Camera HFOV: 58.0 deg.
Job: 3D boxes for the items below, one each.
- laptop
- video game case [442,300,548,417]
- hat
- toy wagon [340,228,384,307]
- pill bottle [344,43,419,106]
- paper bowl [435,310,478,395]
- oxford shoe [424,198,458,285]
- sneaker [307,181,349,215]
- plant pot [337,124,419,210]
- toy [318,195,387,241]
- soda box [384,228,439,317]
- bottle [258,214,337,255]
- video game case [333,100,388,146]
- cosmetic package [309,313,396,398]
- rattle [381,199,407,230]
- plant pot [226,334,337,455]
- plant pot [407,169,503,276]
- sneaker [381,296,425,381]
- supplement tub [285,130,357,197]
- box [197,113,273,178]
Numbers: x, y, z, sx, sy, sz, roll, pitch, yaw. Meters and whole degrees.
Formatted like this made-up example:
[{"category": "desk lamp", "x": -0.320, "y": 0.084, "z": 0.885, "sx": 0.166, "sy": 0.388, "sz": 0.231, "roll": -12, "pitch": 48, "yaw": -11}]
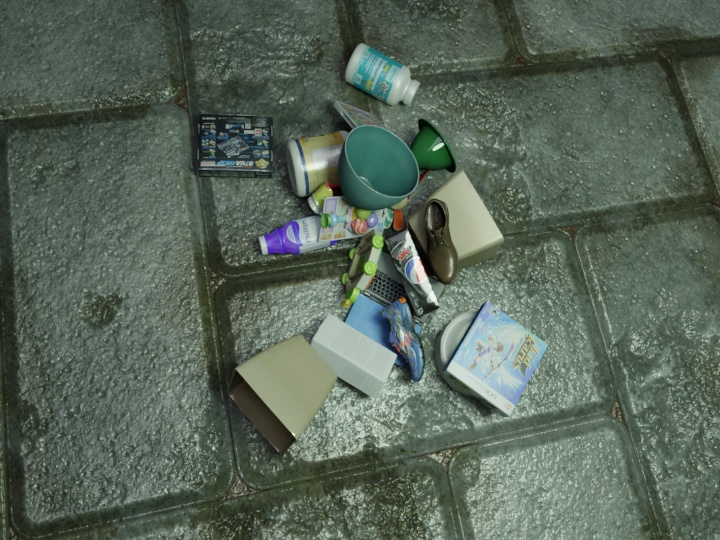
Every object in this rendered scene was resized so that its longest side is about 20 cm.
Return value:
[{"category": "laptop", "x": 0.080, "y": 0.093, "z": 1.597, "sx": 0.184, "sy": 0.202, "sz": 0.116, "roll": 27, "pitch": 29, "yaw": 1}, {"category": "video game case", "x": 0.318, "y": 0.207, "z": 1.527, "sx": 0.180, "sy": 0.046, "sz": 0.202, "roll": 35, "pitch": 72, "yaw": 2}, {"category": "hat", "x": 0.138, "y": -0.278, "z": 1.695, "sx": 0.175, "sy": 0.200, "sz": 0.167, "roll": -38, "pitch": 84, "yaw": -3}, {"category": "toy wagon", "x": 0.000, "y": 0.000, "z": 1.592, "sx": 0.039, "sy": 0.155, "sz": 0.204, "roll": 23, "pitch": 70, "yaw": -17}, {"category": "pill bottle", "x": 0.062, "y": -0.529, "z": 1.785, "sx": 0.197, "sy": 0.111, "sz": 0.112, "roll": 27, "pitch": 71, "yaw": 1}, {"category": "paper bowl", "x": 0.289, "y": 0.201, "z": 1.602, "sx": 0.196, "sy": 0.105, "sz": 0.206, "roll": 2, "pitch": 74, "yaw": -8}, {"category": "oxford shoe", "x": 0.180, "y": -0.067, "z": 1.506, "sx": 0.071, "sy": 0.084, "sz": 0.205, "roll": -13, "pitch": 84, "yaw": 14}, {"category": "sneaker", "x": -0.032, "y": -0.179, "z": 1.645, "sx": 0.197, "sy": 0.091, "sz": 0.079, "roll": 1, "pitch": 51, "yaw": -41}, {"category": "plant pot", "x": 0.024, "y": -0.224, "z": 1.555, "sx": 0.196, "sy": 0.135, "sz": 0.204, "roll": 14, "pitch": 56, "yaw": -22}, {"category": "toy", "x": -0.005, "y": -0.128, "z": 1.620, "sx": 0.196, "sy": 0.117, "sz": 0.047, "roll": -7, "pitch": 31, "yaw": -32}, {"category": "soda box", "x": 0.122, "y": 0.006, "z": 1.555, "sx": 0.062, "sy": 0.071, "sz": 0.204, "roll": -23, "pitch": 90, "yaw": 2}, {"category": "bottle", "x": -0.158, "y": -0.085, "z": 1.641, "sx": 0.196, "sy": 0.065, "sz": 0.085, "roll": -14, "pitch": 73, "yaw": -12}, {"category": "video game case", "x": 0.025, "y": -0.370, "z": 1.694, "sx": 0.141, "sy": 0.018, "sz": 0.201, "roll": 10, "pitch": 34, "yaw": -39}, {"category": "cosmetic package", "x": -0.022, "y": 0.204, "z": 1.552, "sx": 0.198, "sy": 0.072, "sz": 0.102, "roll": 31, "pitch": 39, "yaw": 2}, {"category": "rattle", "x": 0.101, "y": -0.215, "z": 1.739, "sx": 0.128, "sy": 0.143, "sz": 0.204, "roll": -19, "pitch": 92, "yaw": 19}, {"category": "plant pot", "x": -0.167, "y": 0.267, "z": 1.476, "sx": 0.200, "sy": 0.201, "sz": 0.177, "roll": 46, "pitch": 62, "yaw": 7}, {"category": "plant pot", "x": 0.225, "y": -0.097, "z": 1.634, "sx": 0.175, "sy": 0.200, "sz": 0.202, "roll": -30, "pitch": 79, "yaw": -1}, {"category": "sneaker", "x": 0.106, "y": 0.170, "z": 1.564, "sx": 0.077, "sy": 0.075, "sz": 0.204, "roll": -17, "pitch": 82, "yaw": 10}, {"category": "supplement tub", "x": -0.084, "y": -0.277, "z": 1.669, "sx": 0.196, "sy": 0.145, "sz": 0.147, "roll": -13, "pitch": 75, "yaw": -12}, {"category": "box", "x": -0.326, "y": -0.325, "z": 1.700, "sx": 0.195, "sy": 0.046, "sz": 0.163, "roll": -1, "pitch": 73, "yaw": -9}]
